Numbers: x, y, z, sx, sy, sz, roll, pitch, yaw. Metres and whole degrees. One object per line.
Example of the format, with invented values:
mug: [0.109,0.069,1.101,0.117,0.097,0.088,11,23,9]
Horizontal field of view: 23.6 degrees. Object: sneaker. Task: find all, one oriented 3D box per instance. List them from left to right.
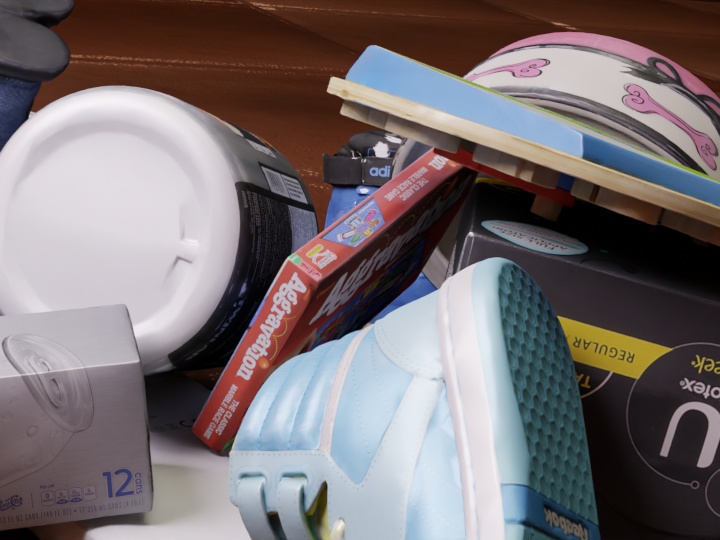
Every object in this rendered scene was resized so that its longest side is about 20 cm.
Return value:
sneaker: [0.014,-0.025,1.017,0.076,0.112,0.200,6,16,-5]
sneaker: [0.013,0.103,0.589,0.130,0.201,0.079,-21,-40,27]

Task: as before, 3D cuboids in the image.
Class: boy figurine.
boy figurine: [-0.186,-0.051,0.816,0.064,0.200,0.125,13,44,-19]

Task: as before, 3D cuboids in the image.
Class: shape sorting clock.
shape sorting clock: [0.080,-0.039,0.684,0.199,0.039,0.200,21,9,-3]

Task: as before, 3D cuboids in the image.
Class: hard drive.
hard drive: [-0.076,0.092,0.718,0.131,0.027,0.199,-4,19,-38]

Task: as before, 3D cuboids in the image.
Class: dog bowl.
dog bowl: [0.118,-0.038,0.904,0.199,0.201,0.074,14,51,22]

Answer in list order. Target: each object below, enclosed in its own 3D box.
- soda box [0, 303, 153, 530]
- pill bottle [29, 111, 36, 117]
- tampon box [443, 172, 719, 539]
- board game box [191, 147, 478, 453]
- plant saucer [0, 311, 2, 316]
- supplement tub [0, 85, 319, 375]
soda box: [-0.180,0.062,0.648,0.198,0.064,0.068,-6,20,-10]
pill bottle: [-0.204,-0.036,0.952,0.199,0.114,0.113,17,18,33]
tampon box: [0.103,0.043,0.739,0.149,0.127,0.200,15,12,1]
board game box: [0.000,0.000,0.782,0.019,0.103,0.200,36,34,10]
plant saucer: [-0.240,0.015,0.749,0.198,0.036,0.200,2,-10,0]
supplement tub: [-0.087,-0.014,0.799,0.122,0.124,0.200,10,0,9]
